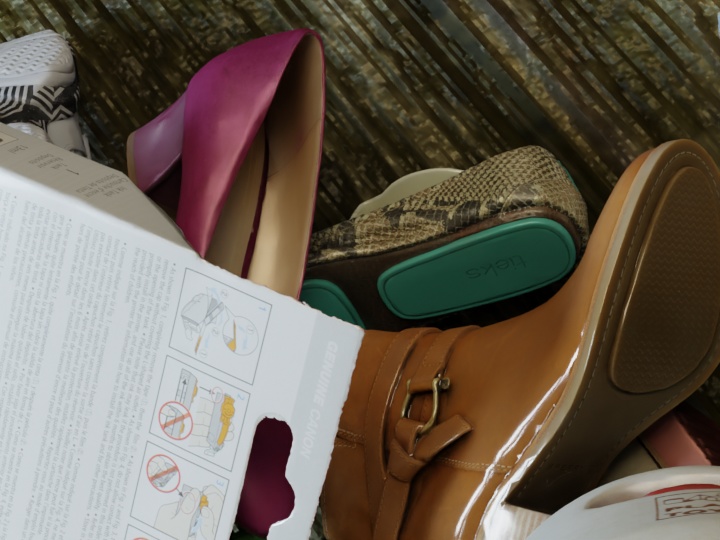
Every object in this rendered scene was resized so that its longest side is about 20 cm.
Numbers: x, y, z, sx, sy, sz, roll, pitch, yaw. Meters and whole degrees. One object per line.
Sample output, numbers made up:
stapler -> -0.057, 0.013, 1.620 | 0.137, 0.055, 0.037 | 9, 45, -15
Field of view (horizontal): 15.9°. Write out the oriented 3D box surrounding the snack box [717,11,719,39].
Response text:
snack box -> 0.266, -0.053, 1.066 | 0.200, 0.068, 0.169 | -15, 61, 2

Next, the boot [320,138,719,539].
boot -> 0.057, 0.036, 1.010 | 0.155, 0.074, 0.200 | 14, 84, 49

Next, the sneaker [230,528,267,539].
sneaker -> 0.018, 0.167, 0.990 | 0.200, 0.085, 0.078 | 26, 71, 21

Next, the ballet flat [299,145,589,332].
ballet flat -> 0.000, 0.000, 1.094 | 0.200, 0.068, 0.075 | -22, 40, 8

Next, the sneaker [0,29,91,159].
sneaker -> -0.148, -0.025, 1.132 | 0.075, 0.115, 0.200 | -15, 27, 2

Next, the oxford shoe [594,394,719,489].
oxford shoe -> 0.138, 0.132, 1.006 | 0.075, 0.070, 0.200 | -38, 58, 17

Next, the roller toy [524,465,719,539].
roller toy -> 0.118, 0.162, 0.871 | 0.200, 0.140, 0.182 | 43, 98, 0

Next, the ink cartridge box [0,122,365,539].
ink cartridge box -> -0.095, 0.047, 0.987 | 0.200, 0.161, 0.050 | 22, 25, 17

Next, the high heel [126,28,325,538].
high heel -> -0.037, 0.001, 1.012 | 0.096, 0.067, 0.200 | -33, 61, 30
